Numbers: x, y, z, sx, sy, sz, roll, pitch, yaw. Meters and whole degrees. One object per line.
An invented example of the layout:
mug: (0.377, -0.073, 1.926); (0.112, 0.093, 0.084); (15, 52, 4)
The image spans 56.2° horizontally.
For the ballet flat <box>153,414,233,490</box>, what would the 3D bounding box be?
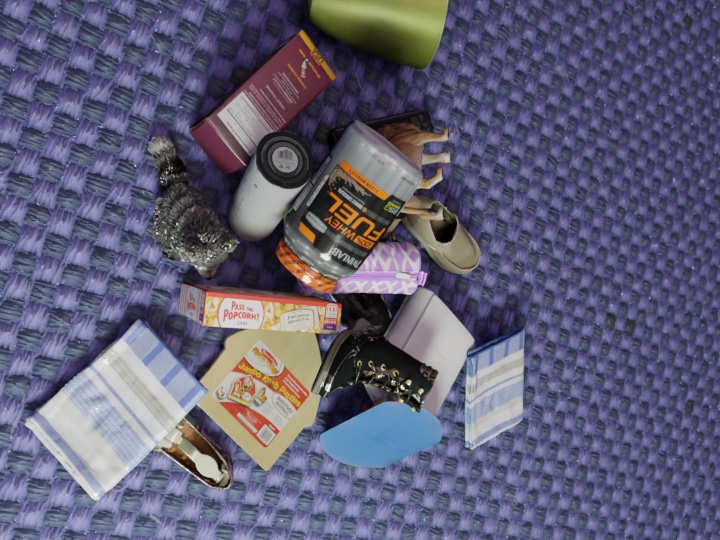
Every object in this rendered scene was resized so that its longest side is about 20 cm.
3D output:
ballet flat: (-0.252, 0.245, 0.958); (0.200, 0.071, 0.070); (46, 72, -21)

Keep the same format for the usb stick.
usb stick: (0.037, -0.228, 1.128); (0.196, 0.032, 0.057); (-19, 93, -27)

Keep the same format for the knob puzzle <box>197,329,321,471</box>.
knob puzzle: (-0.141, 0.170, 1.040); (0.215, 0.030, 0.226); (0, 91, -28)

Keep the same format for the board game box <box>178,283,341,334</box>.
board game box: (-0.146, 0.054, 0.966); (0.196, 0.151, 0.048); (6, 91, -29)

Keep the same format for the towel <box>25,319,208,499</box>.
towel: (-0.324, 0.181, 0.902); (0.147, 0.024, 0.200); (45, 72, 6)

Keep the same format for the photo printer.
photo printer: (0.096, 0.155, 1.132); (0.166, 0.069, 0.202); (45, 70, -38)

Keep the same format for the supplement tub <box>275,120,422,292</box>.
supplement tub: (-0.019, -0.080, 0.881); (0.121, 0.123, 0.202); (29, 105, -25)

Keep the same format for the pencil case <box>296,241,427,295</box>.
pencil case: (0.000, 0.000, 1.015); (0.195, 0.086, 0.086); (-1, 119, -18)

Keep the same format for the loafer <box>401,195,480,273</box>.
loafer: (0.147, -0.057, 1.165); (0.199, 0.068, 0.077); (36, 75, -32)

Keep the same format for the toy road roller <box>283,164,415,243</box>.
toy road roller: (-0.022, -0.125, 1.037); (0.196, 0.123, 0.149); (5, 55, -29)

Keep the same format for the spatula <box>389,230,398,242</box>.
spatula: (0.056, -0.066, 1.147); (0.056, 0.020, 0.205); (-22, 103, -35)

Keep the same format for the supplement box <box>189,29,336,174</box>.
supplement box: (-0.144, -0.243, 0.984); (0.201, 0.110, 0.086); (-49, 112, -18)

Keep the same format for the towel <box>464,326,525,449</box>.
towel: (0.247, 0.215, 1.223); (0.144, 0.024, 0.205); (-19, 118, -29)

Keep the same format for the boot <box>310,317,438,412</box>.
boot: (0.026, 0.150, 0.960); (0.152, 0.203, 0.075); (31, 112, 9)

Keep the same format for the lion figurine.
lion figurine: (0.065, -0.143, 0.961); (0.203, 0.119, 0.074); (-75, 157, -45)

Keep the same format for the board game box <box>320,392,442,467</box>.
board game box: (0.034, 0.251, 1.080); (0.157, 0.198, 0.040); (38, 33, -36)

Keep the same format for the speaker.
speaker: (-0.131, -0.111, 0.940); (0.079, 0.200, 0.083); (7, 70, -20)

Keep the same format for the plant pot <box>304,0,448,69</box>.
plant pot: (0.015, -0.421, 1.047); (0.194, 0.187, 0.193); (2, 90, -13)

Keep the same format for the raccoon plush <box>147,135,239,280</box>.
raccoon plush: (-0.243, -0.085, 0.919); (0.096, 0.133, 0.203); (-34, 106, -22)

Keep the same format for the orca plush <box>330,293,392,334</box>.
orca plush: (-0.002, 0.025, 1.090); (0.104, 0.071, 0.204); (-29, 104, -25)
